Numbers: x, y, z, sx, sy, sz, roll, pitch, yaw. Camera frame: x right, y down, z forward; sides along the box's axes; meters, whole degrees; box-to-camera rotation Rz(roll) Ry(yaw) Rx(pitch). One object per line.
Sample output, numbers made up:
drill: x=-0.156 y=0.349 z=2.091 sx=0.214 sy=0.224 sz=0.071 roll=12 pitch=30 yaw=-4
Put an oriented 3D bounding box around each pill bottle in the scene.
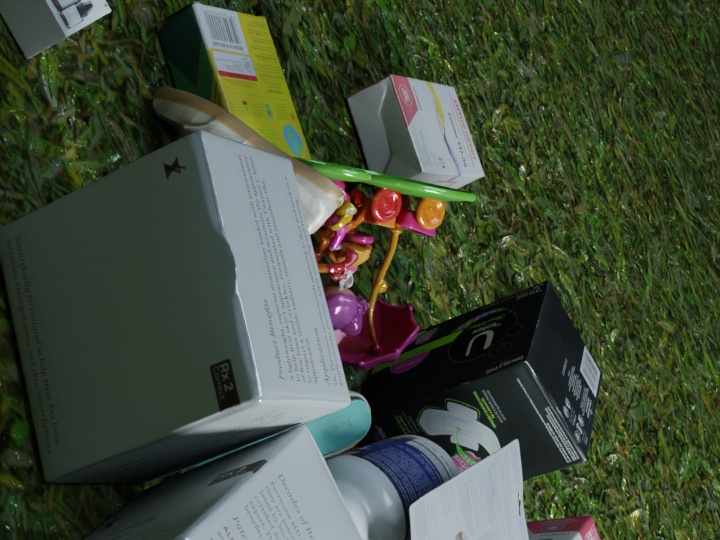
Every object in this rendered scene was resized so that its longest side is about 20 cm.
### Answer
pill bottle: x=0.004 y=0.211 z=1.419 sx=0.199 sy=0.110 sz=0.112 roll=-6 pitch=75 yaw=-62

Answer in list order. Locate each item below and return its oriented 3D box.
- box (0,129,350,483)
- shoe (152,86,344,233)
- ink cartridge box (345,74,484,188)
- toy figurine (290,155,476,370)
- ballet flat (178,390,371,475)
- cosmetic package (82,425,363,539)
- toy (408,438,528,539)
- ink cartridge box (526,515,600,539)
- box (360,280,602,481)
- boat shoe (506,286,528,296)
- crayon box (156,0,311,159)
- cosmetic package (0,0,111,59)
box: x=-0.138 y=0.033 z=1.196 sx=0.130 sy=0.198 sz=0.201 roll=13 pitch=59 yaw=-60
shoe: x=-0.108 y=-0.096 z=1.430 sx=0.199 sy=0.054 sz=0.070 roll=32 pitch=-8 yaw=15
ink cartridge box: x=0.073 y=-0.150 z=1.862 sx=0.199 sy=0.067 sz=0.118 roll=-2 pitch=72 yaw=-62
toy figurine: x=0.000 y=0.000 z=1.531 sx=0.198 sy=0.149 sz=0.186 roll=9 pitch=95 yaw=-40
ballet flat: x=-0.080 y=0.144 z=1.355 sx=0.198 sy=0.069 sz=0.070 roll=-14 pitch=82 yaw=-38
cosmetic package: x=-0.104 y=0.239 z=1.142 sx=0.166 sy=0.164 sz=0.200 roll=64 pitch=26 yaw=-6
toy: x=0.082 y=0.225 z=1.395 sx=0.199 sy=0.047 sz=0.117 roll=-21 pitch=107 yaw=-59
ink cartridge box: x=0.133 y=0.306 z=1.531 sx=0.200 sy=0.145 sz=0.084 roll=-26 pitch=105 yaw=-63
box: x=0.114 y=0.126 z=1.585 sx=0.125 sy=0.198 sz=0.149 roll=58 pitch=28 yaw=-20
boat shoe: x=0.215 y=0.108 z=1.923 sx=0.076 sy=0.071 sz=0.202 roll=31 pitch=44 yaw=-49
crayon box: x=-0.111 y=-0.144 z=1.540 sx=0.127 sy=0.050 sz=0.202 roll=-1 pitch=70 yaw=-61
cosmetic package: x=-0.284 y=-0.280 z=1.326 sx=0.201 sy=0.050 sz=0.083 roll=61 pitch=27 yaw=-13
